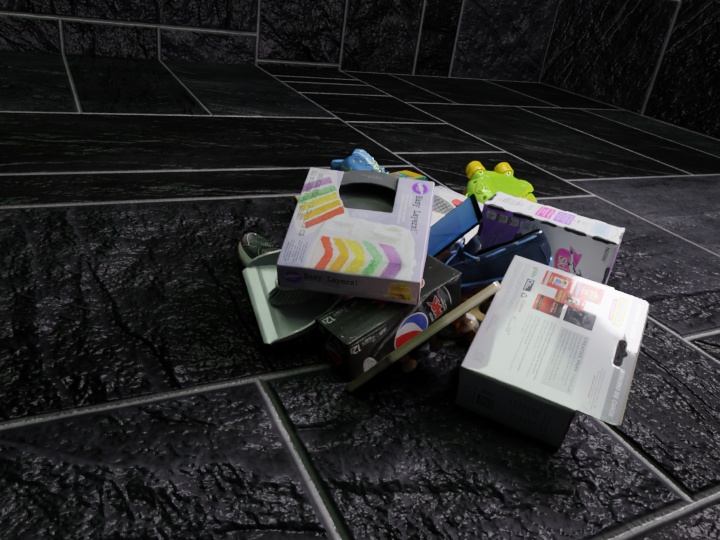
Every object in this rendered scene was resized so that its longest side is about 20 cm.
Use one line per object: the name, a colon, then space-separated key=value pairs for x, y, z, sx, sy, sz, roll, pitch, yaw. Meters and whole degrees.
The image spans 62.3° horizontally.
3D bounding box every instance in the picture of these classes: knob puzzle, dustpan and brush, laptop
knob puzzle: x=0.098 y=0.075 z=0.708 sx=0.219 sy=0.220 sz=0.031 roll=-24 pitch=75 yaw=-46
dustpan and brush: x=-0.046 y=0.011 z=0.798 sx=0.199 sy=0.057 sz=0.140 roll=-11 pitch=52 yaw=-19
laptop: x=0.072 y=-0.077 z=0.917 sx=0.199 sy=0.104 sz=0.177 roll=15 pitch=19 yaw=2

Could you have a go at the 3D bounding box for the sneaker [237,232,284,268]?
sneaker: x=-0.111 y=-0.019 z=0.917 sx=0.200 sy=0.075 sz=0.080 roll=26 pitch=22 yaw=35

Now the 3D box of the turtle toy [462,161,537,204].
turtle toy: x=0.302 y=-0.150 z=1.273 sx=0.199 sy=0.101 sz=0.146 roll=-3 pitch=52 yaw=-26

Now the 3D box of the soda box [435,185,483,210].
soda box: x=0.209 y=-0.105 z=1.195 sx=0.063 sy=0.069 sz=0.200 roll=-18 pitch=37 yaw=-41

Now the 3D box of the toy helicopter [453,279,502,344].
toy helicopter: x=0.150 y=0.059 z=0.878 sx=0.199 sy=0.079 sz=0.132 roll=10 pitch=34 yaw=26

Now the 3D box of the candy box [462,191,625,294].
candy box: x=0.276 y=-0.009 z=0.916 sx=0.199 sy=0.168 sz=0.072 roll=20 pitch=30 yaw=22

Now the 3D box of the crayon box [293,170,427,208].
crayon box: x=0.000 y=-0.106 z=0.941 sx=0.199 sy=0.058 sz=0.119 roll=-14 pitch=16 yaw=-6

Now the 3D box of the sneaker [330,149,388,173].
sneaker: x=0.022 y=-0.165 z=1.083 sx=0.199 sy=0.105 sz=0.076 roll=5 pitch=21 yaw=23

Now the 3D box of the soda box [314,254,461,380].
soda box: x=0.042 y=0.056 z=0.783 sx=0.200 sy=0.064 sz=0.071 roll=-29 pitch=42 yaw=-28

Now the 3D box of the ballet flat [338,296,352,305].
ballet flat: x=0.000 y=0.000 z=0.926 sx=0.071 sy=0.069 sz=0.200 roll=23 pitch=31 yaw=-1

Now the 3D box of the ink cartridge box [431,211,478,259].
ink cartridge box: x=0.130 y=-0.057 z=1.079 sx=0.199 sy=0.068 sz=0.117 roll=19 pitch=28 yaw=22

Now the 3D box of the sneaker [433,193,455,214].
sneaker: x=0.120 y=-0.123 z=1.188 sx=0.200 sy=0.079 sz=0.079 roll=31 pitch=3 yaw=13

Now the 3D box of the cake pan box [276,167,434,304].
cake pan box: x=0.001 y=-0.053 z=0.796 sx=0.183 sy=0.052 sz=0.200 roll=10 pitch=50 yaw=6

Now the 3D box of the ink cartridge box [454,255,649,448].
ink cartridge box: x=0.233 y=0.098 z=0.720 sx=0.175 sy=0.084 sz=0.200 roll=20 pitch=50 yaw=20

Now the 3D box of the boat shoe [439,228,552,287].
boat shoe: x=0.175 y=-0.022 z=0.875 sx=0.199 sy=0.069 sz=0.084 roll=-11 pitch=15 yaw=9
